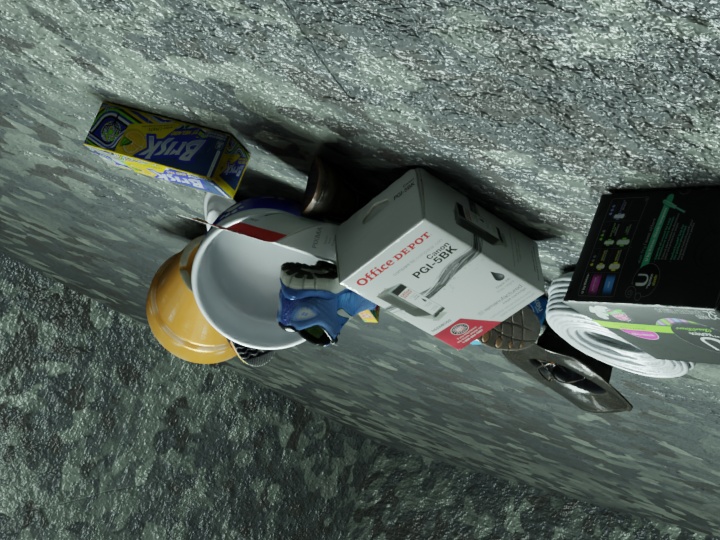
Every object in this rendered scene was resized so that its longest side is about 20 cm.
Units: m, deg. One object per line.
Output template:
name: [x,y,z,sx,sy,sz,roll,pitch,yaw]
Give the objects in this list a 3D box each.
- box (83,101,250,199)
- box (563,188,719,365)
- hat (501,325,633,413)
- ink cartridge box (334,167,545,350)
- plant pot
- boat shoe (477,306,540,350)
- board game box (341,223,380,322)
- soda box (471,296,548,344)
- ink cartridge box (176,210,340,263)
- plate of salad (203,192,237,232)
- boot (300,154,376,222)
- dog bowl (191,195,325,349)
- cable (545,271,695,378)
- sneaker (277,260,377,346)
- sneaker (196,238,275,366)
box: [-0.245,-0.152,1.741,0.200,0.064,0.070,16,167,24]
box: [0.323,0.008,1.301,0.148,0.125,0.200,29,165,-29]
hat: [0.307,0.126,1.958,0.200,0.081,0.201,26,162,9]
ink cartridge box: [0.090,-0.009,1.577,0.200,0.083,0.147,29,129,-32]
plant pot: [-0.252,0.032,2.310,0.200,0.200,0.183,23,152,-4]
boat shoe: [0.140,0.043,1.775,0.200,0.075,0.073,21,-165,-17]
board game box: [0.000,0.000,1.897,0.030,0.096,0.200,2,163,16]
soda box: [0.183,0.062,1.926,0.068,0.064,0.200,26,168,-17]
ink cartridge box: [-0.100,-0.052,1.651,0.200,0.050,0.161,18,179,-27]
plate of salad: [-0.168,-0.032,2.004,0.200,0.048,0.200,44,150,34]
boot: [-0.017,-0.090,1.629,0.097,0.075,0.200,13,178,-3]
dog bowl: [-0.125,0.002,1.872,0.200,0.200,0.079,23,-157,-6]
cable: [0.321,0.066,1.686,0.200,0.069,0.200,26,167,-20]
sneaker: [-0.043,0.039,1.611,0.078,0.089,0.200,22,-170,28]
sneaker: [-0.189,0.047,1.987,0.200,0.070,0.090,66,165,-1]
